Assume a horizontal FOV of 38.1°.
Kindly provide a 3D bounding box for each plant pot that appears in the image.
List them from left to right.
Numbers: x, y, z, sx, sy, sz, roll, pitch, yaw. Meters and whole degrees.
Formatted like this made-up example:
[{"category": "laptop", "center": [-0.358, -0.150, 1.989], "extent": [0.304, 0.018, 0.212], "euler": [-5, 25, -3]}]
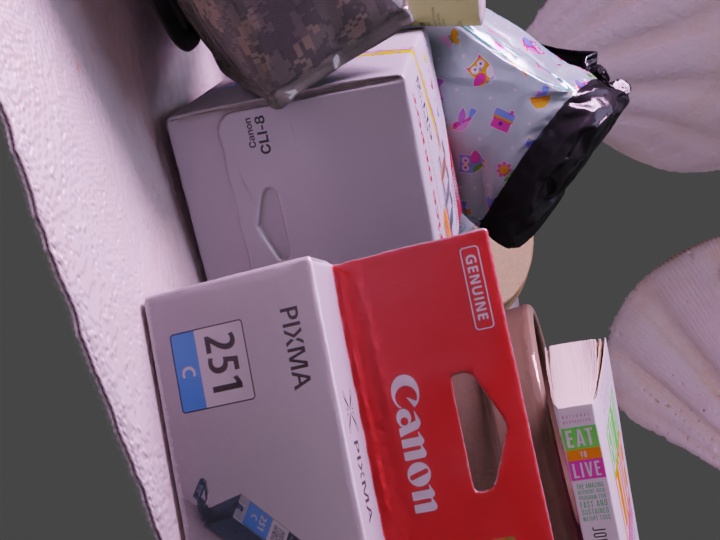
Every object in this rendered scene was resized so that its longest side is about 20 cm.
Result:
[{"category": "plant pot", "center": [0.078, 0.142, 0.845], "extent": [0.200, 0.173, 0.203], "euler": [-13, 90, -77]}]

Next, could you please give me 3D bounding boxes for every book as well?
[{"category": "book", "center": [0.177, 0.168, 0.772], "extent": [0.134, 0.048, 0.202], "euler": [-52, 130, -70]}]

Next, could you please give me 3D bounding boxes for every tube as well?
[{"category": "tube", "center": [-0.012, -0.195, 0.734], "extent": [0.058, 0.198, 0.052], "euler": [78, 17, -52]}]

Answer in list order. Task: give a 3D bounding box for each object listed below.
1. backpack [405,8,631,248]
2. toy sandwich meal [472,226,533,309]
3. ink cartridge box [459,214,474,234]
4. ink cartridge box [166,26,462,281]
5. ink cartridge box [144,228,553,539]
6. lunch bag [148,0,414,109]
[{"category": "backpack", "center": [0.086, -0.133, 0.811], "extent": [0.199, 0.168, 0.126], "euler": [39, 18, 11]}, {"category": "toy sandwich meal", "center": [0.087, -0.046, 1.008], "extent": [0.204, 0.070, 0.208], "euler": [8, 77, -38]}, {"category": "ink cartridge box", "center": [0.087, -0.101, 0.938], "extent": [0.100, 0.039, 0.200], "euler": [53, 46, -8]}, {"category": "ink cartridge box", "center": [-0.017, -0.062, 0.679], "extent": [0.200, 0.143, 0.147], "euler": [-69, 148, -68]}, {"category": "ink cartridge box", "center": [-0.004, 0.092, 0.513], "extent": [0.045, 0.174, 0.202], "euler": [14, 63, -76]}, {"category": "lunch bag", "center": [-0.081, -0.206, 0.589], "extent": [0.200, 0.117, 0.165], "euler": [42, -18, 53]}]
